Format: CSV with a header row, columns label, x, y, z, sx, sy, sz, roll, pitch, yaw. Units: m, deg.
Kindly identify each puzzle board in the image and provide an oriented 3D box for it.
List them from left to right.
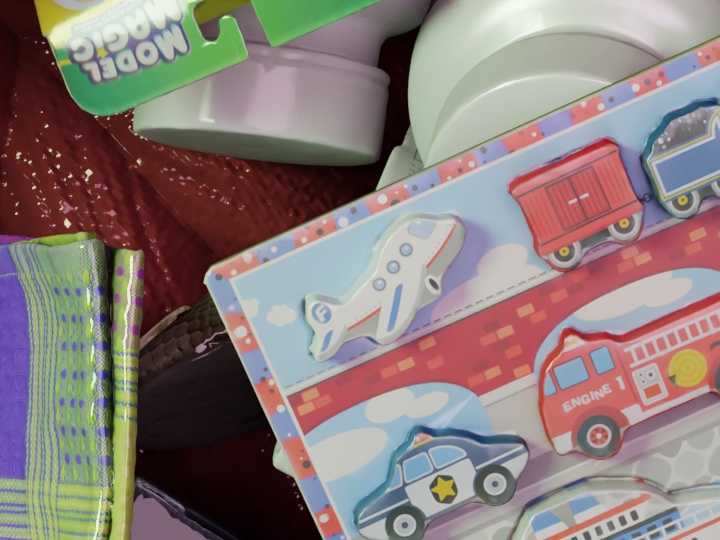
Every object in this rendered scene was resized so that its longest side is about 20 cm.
label,x,y,z,sx,sy,sz,roll,pitch,yaw
puzzle board,0.078,0.027,0.710,0.200,0.017,0.151,-24,101,1

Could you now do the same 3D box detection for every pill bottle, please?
label,x,y,z,sx,sy,sz,roll,pitch,yaw
pill bottle,-0.022,-0.139,0.859,0.111,0.111,0.200,7,86,-12
pill bottle,0.076,-0.069,0.808,0.112,0.200,0.112,6,123,10

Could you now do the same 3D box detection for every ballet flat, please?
label,x,y,z,sx,sy,sz,roll,pitch,yaw
ballet flat,0.000,0.000,0.890,0.200,0.067,0.046,-28,63,-13

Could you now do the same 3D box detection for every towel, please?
label,x,y,z,sx,sy,sz,roll,pitch,yaw
towel,-0.122,0.059,0.792,0.023,0.200,0.144,4,88,-33

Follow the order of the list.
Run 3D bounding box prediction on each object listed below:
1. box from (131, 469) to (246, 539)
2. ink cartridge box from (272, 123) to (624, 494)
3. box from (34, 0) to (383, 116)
label,x,y,z,sx,sy,sz,roll,pitch,yaw
box,-0.070,0.184,0.839,0.148,0.104,0.200,35,81,-9
ink cartridge box,0.071,0.021,0.822,0.161,0.200,0.050,23,122,-2
box,-0.055,-0.153,0.788,0.117,0.048,0.200,-20,74,21
